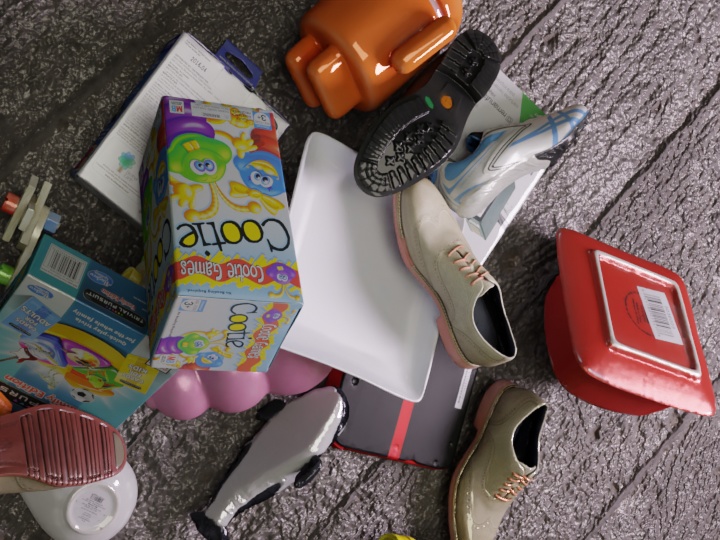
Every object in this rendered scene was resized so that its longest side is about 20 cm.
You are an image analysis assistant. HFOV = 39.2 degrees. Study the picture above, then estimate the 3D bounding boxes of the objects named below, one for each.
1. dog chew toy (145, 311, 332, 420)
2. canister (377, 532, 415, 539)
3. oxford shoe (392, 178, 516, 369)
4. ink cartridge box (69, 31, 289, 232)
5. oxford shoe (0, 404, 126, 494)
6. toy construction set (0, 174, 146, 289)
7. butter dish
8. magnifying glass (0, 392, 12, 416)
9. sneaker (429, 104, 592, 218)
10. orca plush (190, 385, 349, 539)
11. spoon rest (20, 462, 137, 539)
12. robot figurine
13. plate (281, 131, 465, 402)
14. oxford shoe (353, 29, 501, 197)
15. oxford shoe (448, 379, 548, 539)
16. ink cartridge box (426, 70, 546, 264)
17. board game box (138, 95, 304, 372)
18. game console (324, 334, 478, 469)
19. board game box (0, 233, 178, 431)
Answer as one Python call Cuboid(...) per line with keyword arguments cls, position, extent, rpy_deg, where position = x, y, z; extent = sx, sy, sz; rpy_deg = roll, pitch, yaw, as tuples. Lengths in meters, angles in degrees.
Cuboid(cls="dog chew toy", position=(-0.119, 0.079, 0.982), extent=(0.197, 0.124, 0.127), rpy_deg=(-24, 103, -15))
Cuboid(cls="canister", position=(0.086, 0.376, 1.093), extent=(0.198, 0.087, 0.150), rpy_deg=(23, 114, -25))
Cuboid(cls="oxford shoe", position=(0.096, -0.002, 0.960), extent=(0.070, 0.073, 0.202), rpy_deg=(-34, 104, -31))
Cuboid(cls="ink cartridge box", position=(-0.163, -0.129, 0.967), extent=(0.136, 0.076, 0.201), rpy_deg=(39, 81, -22))
Cuboid(cls="oxford shoe", position=(-0.302, 0.161, 0.882), extent=(0.198, 0.074, 0.072), rpy_deg=(11, 58, -40))
Cuboid(cls="toy construction set", position=(-0.252, 0.012, 0.921), extent=(0.199, 0.131, 0.093), rpy_deg=(36, 40, -11))
Cuboid(cls="butter dish", position=(0.276, 0.085, 1.140), extent=(0.197, 0.148, 0.203), rpy_deg=(18, 47, -22))
Cuboid(cls="magnifying glass", position=(-0.359, 0.059, 0.849), extent=(0.023, 0.078, 0.201), rpy_deg=(-79, 152, -42))
Cuboid(cls="sneaker", position=(0.155, -0.125, 1.015), extent=(0.198, 0.072, 0.073), rpy_deg=(-31, 76, -25))
Cuboid(cls="orca plush", position=(-0.077, 0.208, 1.038), extent=(0.202, 0.104, 0.071), rpy_deg=(-56, 140, -10))
Cuboid(cls="spoon rest", position=(-0.298, 0.194, 0.960), extent=(0.200, 0.060, 0.100), rpy_deg=(41, 80, -34))
Cuboid(cls="robot figurine", position=(0.018, -0.239, 0.989), extent=(0.200, 0.144, 0.117), rpy_deg=(-42, 95, -14))
Cuboid(cls="plate", position=(0.000, 0.000, 0.958), extent=(0.197, 0.032, 0.203), rpy_deg=(24, 73, -30))
Cuboid(cls="oxford shoe", position=(0.057, -0.138, 0.968), extent=(0.073, 0.084, 0.200), rpy_deg=(46, 66, -9))
Cuboid(cls="oxford shoe", position=(0.152, 0.227, 1.119), extent=(0.070, 0.073, 0.204), rpy_deg=(13, 91, -38))
Cuboid(cls="ink cartridge box", position=(0.103, -0.106, 1.075), extent=(0.145, 0.084, 0.202), rpy_deg=(37, 81, -20))
Cuboid(cls="board game box", position=(-0.122, -0.031, 0.842), extent=(0.101, 0.105, 0.203), rpy_deg=(5, 53, -23))
Cuboid(cls="game console", position=(0.050, 0.108, 1.107), extent=(0.174, 0.031, 0.204), rpy_deg=(16, 89, -29))
Cuboid(cls="board game box", position=(-0.254, 0.072, 0.890), extent=(0.150, 0.200, 0.047), rpy_deg=(30, 44, -21))
